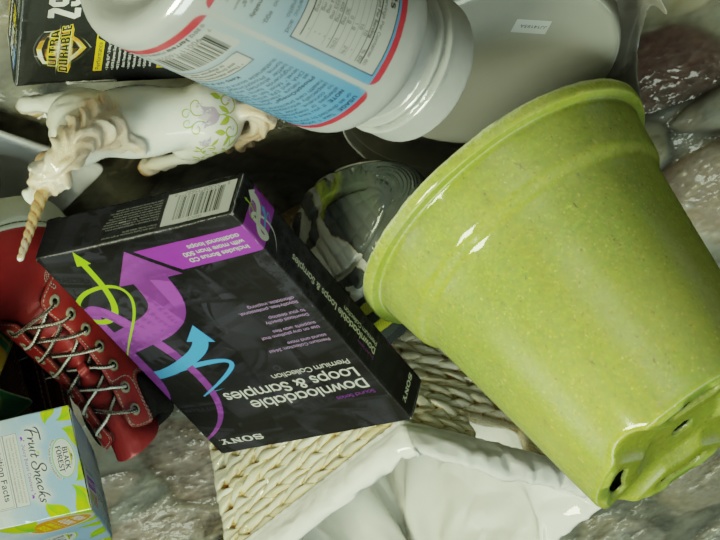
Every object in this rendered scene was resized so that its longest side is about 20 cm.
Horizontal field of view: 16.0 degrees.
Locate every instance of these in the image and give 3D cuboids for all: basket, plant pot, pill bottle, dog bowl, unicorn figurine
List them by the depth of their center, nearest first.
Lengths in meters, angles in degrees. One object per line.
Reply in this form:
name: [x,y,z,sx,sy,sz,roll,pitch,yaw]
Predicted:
pill bottle: [-0.038,-0.134,1.301,0.109,0.109,0.200,-37,141,29]
unicorn figurine: [-0.134,-0.074,1.417,0.199,0.074,0.137,-23,-170,-25]
plant pot: [0.133,0.027,1.466,0.200,0.185,0.201,-30,157,-15]
dog bowl: [0.076,-0.134,1.478,0.199,0.059,0.200,-11,146,-7]
basket: [0.025,0.122,1.737,0.198,0.161,0.200,16,135,-38]

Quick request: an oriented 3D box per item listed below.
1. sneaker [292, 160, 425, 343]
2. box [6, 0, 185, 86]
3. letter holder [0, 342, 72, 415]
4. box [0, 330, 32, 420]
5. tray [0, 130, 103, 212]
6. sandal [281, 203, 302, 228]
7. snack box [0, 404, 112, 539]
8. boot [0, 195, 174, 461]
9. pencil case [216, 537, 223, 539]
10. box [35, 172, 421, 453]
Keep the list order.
sneaker: [0.000,0.000,1.555,0.084,0.075,0.200,-9,149,-35]
box: [-0.101,-0.180,1.353,0.159,0.050,0.200,-3,145,-13]
letter holder: [-0.283,0.138,1.640,0.199,0.143,0.101,-20,159,7]
box: [-0.299,0.042,1.526,0.200,0.048,0.117,38,128,-19]
tray: [-0.253,-0.026,1.538,0.107,0.022,0.200,17,135,-40]
sandal: [-0.103,0.009,1.609,0.211,0.078,0.070,-34,137,12]
snack box: [-0.251,0.142,1.490,0.199,0.068,0.169,-15,169,-4]
boot: [-0.176,0.040,1.508,0.072,0.145,0.200,-30,161,15]
pencil case: [-0.016,0.204,1.908,0.199,0.087,0.078,-23,131,13]
box: [-0.074,0.030,1.490,0.142,0.036,0.200,-12,137,32]
